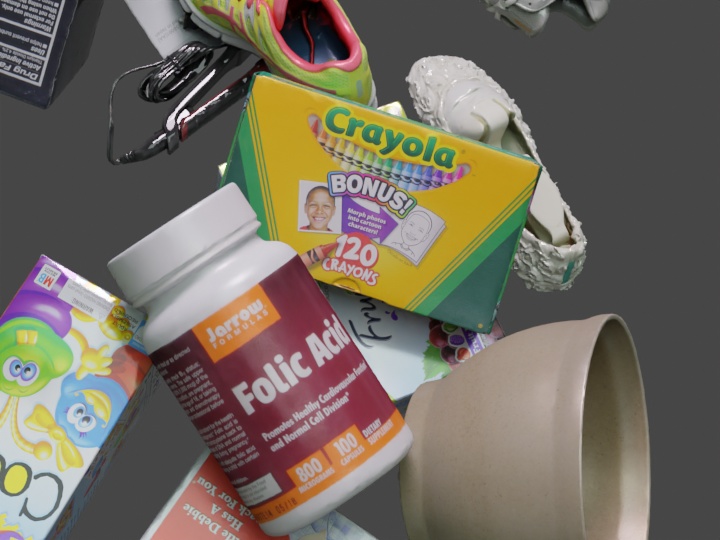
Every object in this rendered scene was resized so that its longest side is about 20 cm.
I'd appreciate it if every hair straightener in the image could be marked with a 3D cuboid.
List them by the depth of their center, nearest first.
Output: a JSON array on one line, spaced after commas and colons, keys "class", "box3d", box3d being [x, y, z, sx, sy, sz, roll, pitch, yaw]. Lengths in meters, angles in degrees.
[{"class": "hair straightener", "box3d": [-0.109, -0.147, 1.533, 0.200, 0.041, 0.077, -40, 79, -13]}]

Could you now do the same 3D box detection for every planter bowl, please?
[{"class": "planter bowl", "box3d": [0.104, 0.130, 1.400, 0.134, 0.200, 0.201, -2, 70, 19]}]

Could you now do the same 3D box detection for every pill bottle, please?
[{"class": "pill bottle", "box3d": [-0.064, 0.054, 1.337, 0.114, 0.114, 0.200, -34, 94, -17]}]

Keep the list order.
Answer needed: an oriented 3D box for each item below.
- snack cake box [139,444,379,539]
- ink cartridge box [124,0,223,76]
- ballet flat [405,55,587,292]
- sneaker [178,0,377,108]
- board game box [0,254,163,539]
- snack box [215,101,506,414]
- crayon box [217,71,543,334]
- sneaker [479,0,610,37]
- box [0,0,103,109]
[{"class": "snack cake box", "box3d": [-0.046, 0.211, 1.405, 0.200, 0.067, 0.115, 34, 73, 4]}, {"class": "ink cartridge box", "box3d": [-0.115, -0.266, 1.565, 0.200, 0.044, 0.174, -39, 106, -18]}, {"class": "ballet flat", "box3d": [0.104, -0.079, 1.522, 0.072, 0.072, 0.201, -28, 77, -15]}, {"class": "sneaker", "box3d": [-0.057, -0.185, 1.479, 0.078, 0.090, 0.200, -41, 74, -19]}, {"class": "board game box", "box3d": [-0.217, 0.110, 1.394, 0.103, 0.105, 0.201, 29, 70, 3]}, {"class": "snack box", "box3d": [0.000, 0.000, 1.487, 0.142, 0.053, 0.201, -21, 76, -13]}, {"class": "crayon box", "box3d": [0.008, -0.046, 1.421, 0.199, 0.058, 0.119, 17, 96, -2]}, {"class": "sneaker", "box3d": [0.101, -0.216, 1.548, 0.199, 0.076, 0.093, 0, 81, -22]}, {"class": "box", "box3d": [-0.263, -0.246, 1.447, 0.199, 0.123, 0.199, 20, 113, -1]}]
